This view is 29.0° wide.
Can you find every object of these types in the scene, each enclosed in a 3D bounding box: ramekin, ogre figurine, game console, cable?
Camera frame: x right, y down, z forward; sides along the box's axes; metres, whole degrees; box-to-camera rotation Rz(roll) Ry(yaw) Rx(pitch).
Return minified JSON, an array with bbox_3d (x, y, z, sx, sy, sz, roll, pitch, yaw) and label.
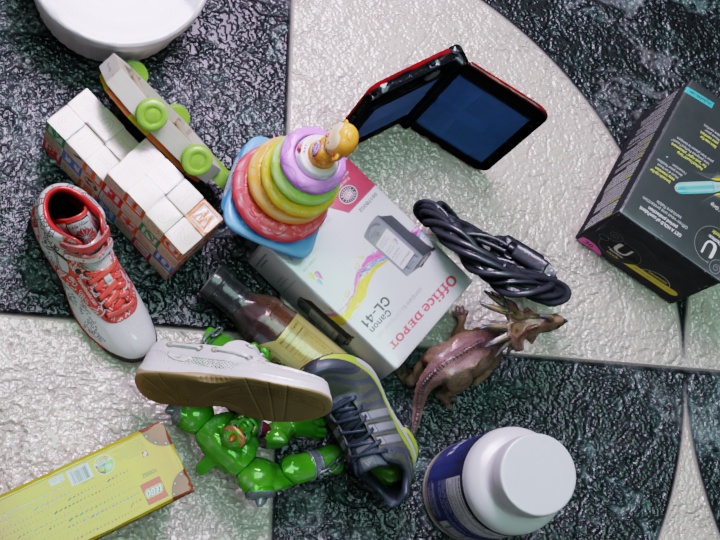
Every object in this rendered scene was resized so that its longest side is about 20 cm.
[{"bbox_3d":[-0.268,-0.320,1.527,0.202,0.094,0.203,4,75,-15],"label":"ramekin"},{"bbox_3d":[-0.116,0.163,1.457,0.120,0.098,0.200,-44,108,-39],"label":"ogre figurine"},{"bbox_3d":[0.078,-0.152,1.534,0.172,0.200,0.119,-29,85,-21],"label":"game console"},{"bbox_3d":[0.139,-0.014,1.541,0.200,0.163,0.051,33,105,4],"label":"cable"}]

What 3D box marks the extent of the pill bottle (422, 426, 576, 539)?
[{"bbox_3d":[0.147,0.223,1.461,0.111,0.200,0.111,4,75,-16],"label":"pill bottle"}]

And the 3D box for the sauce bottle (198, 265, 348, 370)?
[{"bbox_3d":[-0.085,0.072,1.503,0.200,0.066,0.066,39,69,-2],"label":"sauce bottle"}]

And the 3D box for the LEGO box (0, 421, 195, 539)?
[{"bbox_3d":[-0.277,0.229,1.357,0.200,0.149,0.077,-24,85,-20],"label":"LEGO box"}]

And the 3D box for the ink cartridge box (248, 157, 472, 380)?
[{"bbox_3d":[0.000,0.000,1.535,0.200,0.086,0.148,43,68,-1],"label":"ink cartridge box"}]

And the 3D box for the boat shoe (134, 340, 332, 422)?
[{"bbox_3d":[-0.122,0.100,1.394,0.200,0.071,0.069,9,48,6],"label":"boat shoe"}]

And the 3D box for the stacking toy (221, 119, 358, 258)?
[{"bbox_3d":[-0.053,-0.100,1.387,0.110,0.200,0.116,24,66,-17],"label":"stacking toy"}]

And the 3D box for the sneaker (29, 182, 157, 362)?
[{"bbox_3d":[-0.273,0.002,1.436,0.067,0.108,0.202,-32,88,-22],"label":"sneaker"}]

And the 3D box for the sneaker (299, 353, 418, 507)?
[{"bbox_3d":[0.004,0.165,1.450,0.074,0.081,0.200,-29,121,15],"label":"sneaker"}]

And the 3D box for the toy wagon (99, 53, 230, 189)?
[{"bbox_3d":[-0.195,-0.145,1.477,0.040,0.155,0.200,-41,118,4],"label":"toy wagon"}]

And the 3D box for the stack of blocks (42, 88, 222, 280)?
[{"bbox_3d":[-0.243,-0.093,1.467,0.200,0.115,0.059,47,68,-1],"label":"stack of blocks"}]

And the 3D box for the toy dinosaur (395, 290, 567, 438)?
[{"bbox_3d":[0.116,0.091,1.520,0.200,0.136,0.086,-39,90,-21],"label":"toy dinosaur"}]

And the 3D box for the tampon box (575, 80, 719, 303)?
[{"bbox_3d":[0.379,-0.091,1.651,0.150,0.126,0.200,34,70,-6],"label":"tampon box"}]
